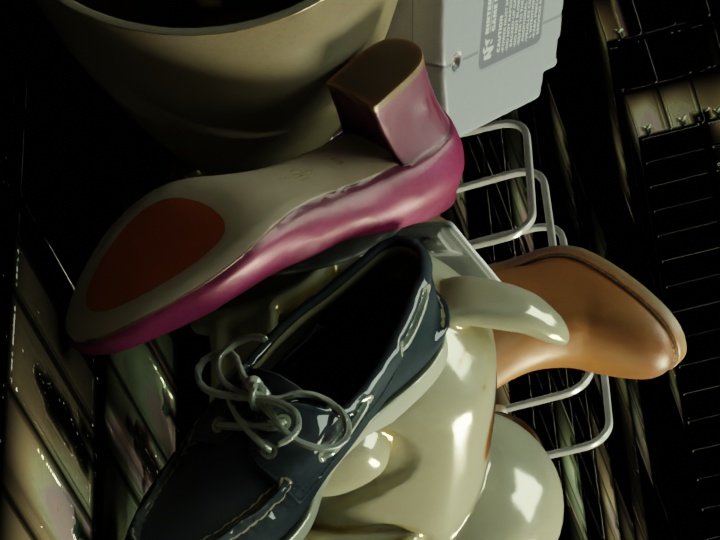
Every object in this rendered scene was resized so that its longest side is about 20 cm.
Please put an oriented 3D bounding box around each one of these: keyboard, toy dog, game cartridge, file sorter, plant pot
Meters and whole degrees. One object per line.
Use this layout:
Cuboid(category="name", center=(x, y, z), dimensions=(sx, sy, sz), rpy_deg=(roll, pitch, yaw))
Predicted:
Cuboid(category="keyboard", center=(0.000, 0.000, 1.389), dimensions=(0.056, 0.200, 0.011), rpy_deg=(44, 66, -26))
Cuboid(category="toy dog", center=(0.024, 0.078, 1.359), dimensions=(0.200, 0.194, 0.140), rpy_deg=(54, 14, -42))
Cuboid(category="game cartridge", center=(0.058, -0.167, 1.333), dimensions=(0.133, 0.040, 0.200), rpy_deg=(-32, 131, -58))
Cuboid(category="file sorter", center=(0.080, 0.018, 1.879), dimensions=(0.139, 0.124, 0.200), rpy_deg=(-91, 163, -52))
Cuboid(category="plant pot", center=(-0.060, -0.130, 1.266), dimensions=(0.200, 0.187, 0.188), rpy_deg=(83, -1, -62))

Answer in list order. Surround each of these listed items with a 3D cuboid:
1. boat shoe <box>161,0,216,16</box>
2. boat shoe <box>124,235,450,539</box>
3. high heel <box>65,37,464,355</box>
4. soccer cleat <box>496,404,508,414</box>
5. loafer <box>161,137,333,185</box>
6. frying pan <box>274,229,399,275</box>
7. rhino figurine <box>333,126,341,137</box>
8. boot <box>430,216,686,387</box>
Cuboid(category="boat shoe", center=(-0.047, -0.176, 1.432), dimensions=(0.200, 0.067, 0.057), rpy_deg=(-27, 105, -47))
Cuboid(category="boat shoe", center=(-0.030, 0.060, 1.183), dimensions=(0.200, 0.075, 0.062), rpy_deg=(-40, 143, -31))
Cuboid(category="high heel", center=(-0.034, -0.007, 1.206), dimensions=(0.067, 0.200, 0.096), rpy_deg=(40, -21, 41))
Cuboid(category="soccer cleat", center=(0.029, 0.051, 1.586), dimensions=(0.200, 0.086, 0.070), rpy_deg=(-115, -179, -49))
Cuboid(category="loafer", center=(-0.047, -0.058, 1.446), dimensions=(0.200, 0.076, 0.068), rpy_deg=(38, 46, -73))
Cuboid(category="frying pan", center=(-0.032, -0.012, 1.275), dimensions=(0.190, 0.115, 0.031), rpy_deg=(-60, 139, -60))
Cuboid(category="rhino figurine", center=(-0.012, -0.113, 1.485), dimensions=(0.060, 0.200, 0.088), rpy_deg=(-15, 84, -39))
Cuboid(category="boot", center=(0.057, 0.053, 1.484), dimensions=(0.074, 0.200, 0.155), rpy_deg=(91, 22, -46))
